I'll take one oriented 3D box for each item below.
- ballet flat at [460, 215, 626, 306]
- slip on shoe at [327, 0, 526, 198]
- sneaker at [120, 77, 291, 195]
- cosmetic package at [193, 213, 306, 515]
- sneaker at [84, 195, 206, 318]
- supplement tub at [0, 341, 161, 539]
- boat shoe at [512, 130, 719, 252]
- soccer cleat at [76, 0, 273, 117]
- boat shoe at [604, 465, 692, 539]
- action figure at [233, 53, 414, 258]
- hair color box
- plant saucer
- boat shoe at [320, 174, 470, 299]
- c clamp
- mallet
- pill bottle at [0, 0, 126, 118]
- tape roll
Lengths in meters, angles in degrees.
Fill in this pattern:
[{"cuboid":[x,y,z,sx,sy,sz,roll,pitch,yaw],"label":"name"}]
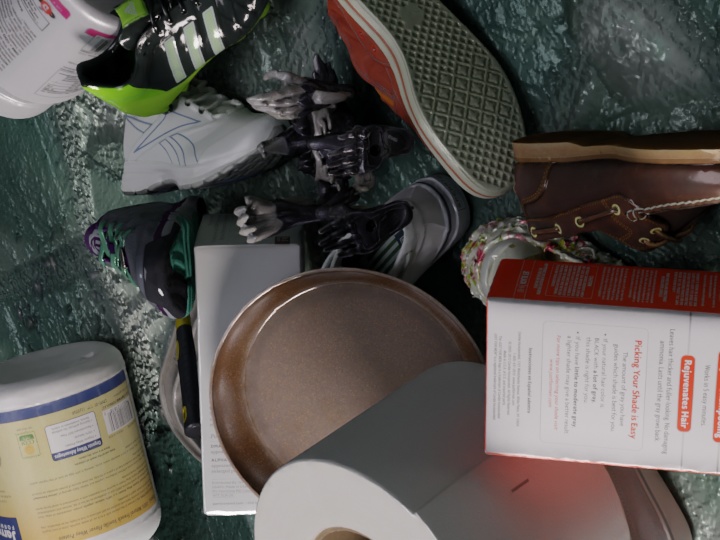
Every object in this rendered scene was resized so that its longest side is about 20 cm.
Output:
[{"cuboid":[0.126,0.012,1.157,0.199,0.064,0.076,22,105,42],"label":"ballet flat"},{"cuboid":[0.041,-0.125,1.197,0.201,0.074,0.061,55,154,20],"label":"slip on shoe"},{"cuboid":[-0.125,-0.104,1.394,0.199,0.074,0.088,-3,99,49],"label":"sneaker"},{"cuboid":[-0.077,0.065,1.349,0.113,0.080,0.202,-96,3,-79],"label":"cosmetic package"},{"cuboid":[-0.161,-0.009,1.339,0.200,0.087,0.075,-82,-9,-81],"label":"sneaker"},{"cuboid":[-0.253,0.176,1.606,0.144,0.144,0.202,-1,105,49],"label":"supplement tub"},{"cuboid":[0.166,-0.047,1.082,0.199,0.070,0.071,4,103,57],"label":"boat shoe"},{"cuboid":[-0.125,-0.183,1.317,0.200,0.081,0.068,-44,50,31],"label":"soccer cleat"},{"cuboid":[0.133,0.121,1.194,0.072,0.068,0.201,-39,76,50],"label":"boat shoe"},{"cuboid":[-0.033,-0.077,1.232,0.200,0.101,0.120,-141,49,-68],"label":"action figure"},{"cuboid":[0.172,0.056,1.049,0.198,0.061,0.103,5,114,12],"label":"hair color box"},{"cuboid":[-0.004,0.088,1.266,0.198,0.032,0.202,4,110,10],"label":"plant saucer"},{"cuboid":[0.000,0.000,1.295,0.074,0.066,0.200,54,139,17],"label":"boat shoe"},{"cuboid":[-0.103,0.097,1.490,0.171,0.027,0.201,50,137,22],"label":"c clamp"},{"cuboid":[-0.140,0.046,1.436,0.066,0.041,0.202,124,147,-52],"label":"mallet"},{"cuboid":[-0.235,-0.199,1.442,0.200,0.113,0.114,-29,84,50],"label":"pill bottle"},{"cuboid":[0.050,0.176,1.152,0.202,0.139,0.204,26,130,35],"label":"tape roll"}]
